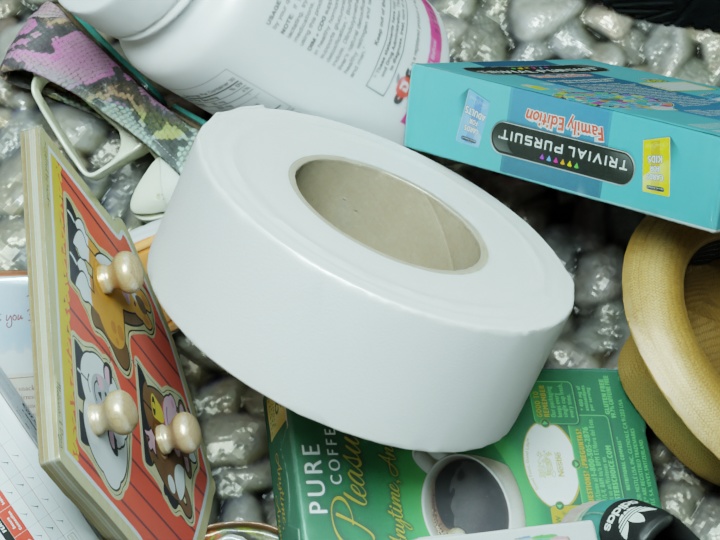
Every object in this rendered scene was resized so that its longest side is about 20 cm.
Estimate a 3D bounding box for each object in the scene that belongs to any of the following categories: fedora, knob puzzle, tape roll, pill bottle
[{"bbox_3d":[0.200,0.055,1.020,0.199,0.082,0.202,20,50,-25],"label":"fedora"},{"bbox_3d":[-0.100,0.055,0.927,0.030,0.220,0.221,-17,65,9],"label":"knob puzzle"},{"bbox_3d":[0.000,0.000,0.953,0.201,0.071,0.203,21,24,-10],"label":"tape roll"},{"bbox_3d":[-0.056,-0.135,1.032,0.199,0.113,0.114,28,53,-41],"label":"pill bottle"}]

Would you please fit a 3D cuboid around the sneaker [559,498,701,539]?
[{"bbox_3d":[0.170,0.194,0.938,0.071,0.080,0.200,-41,97,-20],"label":"sneaker"}]

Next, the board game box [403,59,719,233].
[{"bbox_3d":[0.146,-0.069,1.018,0.199,0.047,0.150,18,18,42],"label":"board game box"}]

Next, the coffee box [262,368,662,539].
[{"bbox_3d":[0.053,0.110,0.994,0.198,0.044,0.124,1,62,-20],"label":"coffee box"}]

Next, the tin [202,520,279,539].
[{"bbox_3d":[-0.054,0.222,0.954,0.111,0.042,0.202,-4,64,-12],"label":"tin"}]

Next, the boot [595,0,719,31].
[{"bbox_3d":[0.219,-0.228,1.183,0.197,0.073,0.164,13,65,-7],"label":"boot"}]

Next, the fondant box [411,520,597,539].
[{"bbox_3d":[0.048,0.220,0.868,0.143,0.058,0.202,-5,67,-11],"label":"fondant box"}]

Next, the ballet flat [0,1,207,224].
[{"bbox_3d":[-0.119,-0.071,1.083,0.200,0.069,0.071,37,84,17],"label":"ballet flat"}]

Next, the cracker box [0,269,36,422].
[{"bbox_3d":[-0.197,0.102,0.942,0.133,0.058,0.202,-2,93,-6],"label":"cracker box"}]

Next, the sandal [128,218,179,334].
[{"bbox_3d":[-0.144,0.034,1.008,0.206,0.080,0.059,-32,26,-20],"label":"sandal"}]

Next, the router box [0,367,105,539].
[{"bbox_3d":[-0.222,0.118,0.887,0.179,0.049,0.201,-33,95,-3],"label":"router box"}]
